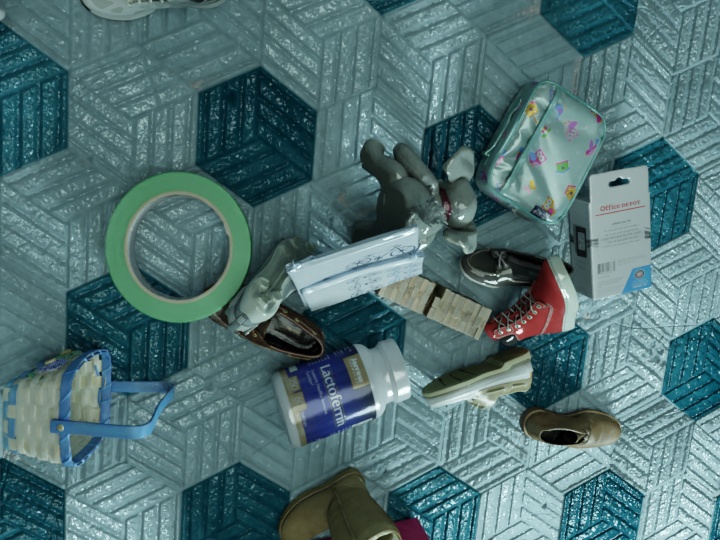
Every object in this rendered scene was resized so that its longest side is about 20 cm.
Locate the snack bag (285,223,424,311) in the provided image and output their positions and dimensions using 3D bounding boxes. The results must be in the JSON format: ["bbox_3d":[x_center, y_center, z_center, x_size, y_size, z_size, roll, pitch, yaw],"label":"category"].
[{"bbox_3d":[0.000,0.000,0.972,0.184,0.200,0.022,-17,73,-2],"label":"snack bag"}]

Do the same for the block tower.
[{"bbox_3d":[0.106,0.042,1.123,0.196,0.058,0.055,25,95,-17],"label":"block tower"}]

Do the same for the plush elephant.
[{"bbox_3d":[0.099,-0.100,1.041,0.152,0.198,0.169,-6,106,-37],"label":"plush elephant"}]

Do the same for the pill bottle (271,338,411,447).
[{"bbox_3d":[-0.028,0.180,1.083,0.195,0.116,0.119,-18,106,-11],"label":"pill bottle"}]

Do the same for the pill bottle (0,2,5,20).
[{"bbox_3d":[-0.538,-0.299,0.843,0.198,0.112,0.113,-34,108,-5],"label":"pill bottle"}]

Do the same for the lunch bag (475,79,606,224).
[{"bbox_3d":[0.275,-0.180,1.110,0.158,0.077,0.203,27,94,-19],"label":"lunch bag"}]

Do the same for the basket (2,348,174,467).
[{"bbox_3d":[-0.362,0.182,0.960,0.194,0.176,0.143,6,97,-5],"label":"basket"}]

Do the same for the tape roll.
[{"bbox_3d":[-0.249,-0.032,0.991,0.195,0.048,0.207,0,91,-7],"label":"tape roll"}]

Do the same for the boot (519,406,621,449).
[{"bbox_3d":[0.378,0.284,1.239,0.195,0.075,0.076,7,98,-18],"label":"boot"}]

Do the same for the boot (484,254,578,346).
[{"bbox_3d":[0.258,0.057,1.107,0.141,0.074,0.201,-17,148,5],"label":"boot"}]

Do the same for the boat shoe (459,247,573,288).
[{"bbox_3d":[0.251,-0.007,1.139,0.195,0.068,0.057,11,143,-23],"label":"boat shoe"}]

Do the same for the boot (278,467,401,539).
[{"bbox_3d":[-0.040,0.395,1.080,0.174,0.200,0.067,-39,108,-4],"label":"boot"}]

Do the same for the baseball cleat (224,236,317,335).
[{"bbox_3d":[-0.133,0.019,1.010,0.106,0.200,0.070,-34,97,30],"label":"baseball cleat"}]

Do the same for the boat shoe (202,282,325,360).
[{"bbox_3d":[-0.140,0.075,1.055,0.196,0.070,0.072,21,99,-17],"label":"boat shoe"}]

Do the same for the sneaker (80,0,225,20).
[{"bbox_3d":[-0.260,-0.367,0.903,0.195,0.115,0.078,-11,105,-12],"label":"sneaker"}]

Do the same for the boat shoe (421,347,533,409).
[{"bbox_3d":[0.197,0.191,1.169,0.195,0.075,0.070,-18,100,-12],"label":"boat shoe"}]

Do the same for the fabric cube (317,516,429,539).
[{"bbox_3d":[0.033,0.548,1.133,0.194,0.200,0.202,-6,105,-13],"label":"fabric cube"}]

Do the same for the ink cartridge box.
[{"bbox_3d":[0.410,-0.067,1.176,0.113,0.067,0.206,-10,105,-13],"label":"ink cartridge box"}]
